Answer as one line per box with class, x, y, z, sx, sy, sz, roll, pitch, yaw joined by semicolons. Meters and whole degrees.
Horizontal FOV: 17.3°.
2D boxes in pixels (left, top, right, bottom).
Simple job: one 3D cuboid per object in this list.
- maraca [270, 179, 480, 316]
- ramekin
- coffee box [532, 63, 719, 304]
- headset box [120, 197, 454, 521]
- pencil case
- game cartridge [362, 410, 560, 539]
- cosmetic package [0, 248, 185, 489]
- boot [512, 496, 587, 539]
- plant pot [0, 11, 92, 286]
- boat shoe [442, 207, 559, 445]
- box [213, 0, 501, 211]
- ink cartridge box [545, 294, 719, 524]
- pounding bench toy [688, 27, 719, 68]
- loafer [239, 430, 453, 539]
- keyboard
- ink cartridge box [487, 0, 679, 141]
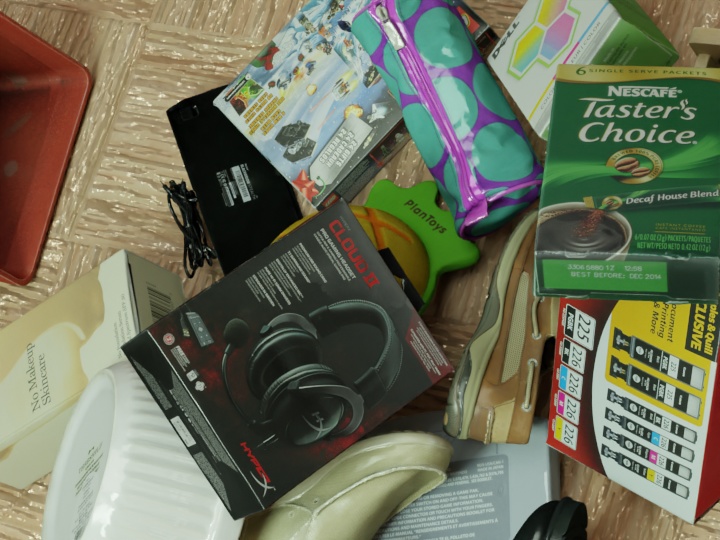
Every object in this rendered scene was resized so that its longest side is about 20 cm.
maraca;0.000;0.000;1.797;0.200;0.107;0.137;-37;58;-23
ramekin;-0.161;0.161;1.745;0.200;0.104;0.201;-53;28;43
coffee box;0.179;-0.060;1.547;0.122;0.044;0.201;3;42;10
headset box;-0.043;0.057;1.666;0.199;0.077;0.149;-34;92;-23
pencil case;0.065;-0.126;1.789;0.085;0.092;0.201;-33;77;24
game cartridge;0.053;0.171;1.737;0.199;0.040;0.134;-10;69;23
cosmetic package;-0.228;0.080;1.865;0.199;0.071;0.106;-33;52;26
boot;0.063;0.236;1.655;0.161;0.073;0.200;16;99;22
plant pot;-0.376;-0.115;1.987;0.175;0.199;0.201;2;70;39
boat shoe;0.121;0.047;1.724;0.073;0.076;0.201;17;58;9
box;-0.003;-0.158;1.889;0.200;0.040;0.137;-45;64;3
ink cartridge box;0.224;0.059;1.599;0.175;0.201;0.084;27;42;32
pounding bench toy;0.261;-0.091;1.686;0.199;0.124;0.157;10;74;30
loafer;-0.014;0.179;1.708;0.199;0.076;0.069;-29;60;24
keyboard;-0.108;-0.057;1.921;0.103;0.040;0.201;-17;59;-7
ink cartridge box;0.155;-0.168;1.746;0.104;0.059;0.200;-55;25;17
